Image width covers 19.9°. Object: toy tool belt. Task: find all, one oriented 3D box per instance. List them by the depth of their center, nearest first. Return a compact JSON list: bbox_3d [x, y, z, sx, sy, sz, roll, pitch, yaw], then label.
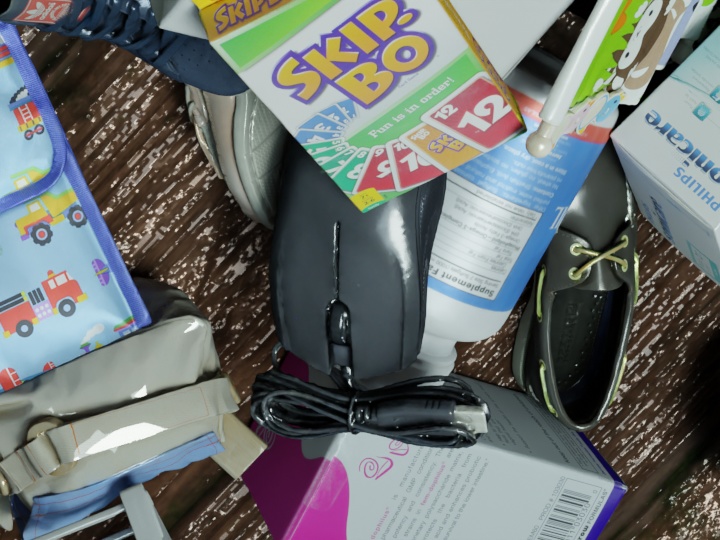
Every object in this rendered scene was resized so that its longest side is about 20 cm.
[{"bbox_3d":[-0.159,0.099,1.130,0.200,0.125,0.123,-25,115,-7],"label":"toy tool belt"}]

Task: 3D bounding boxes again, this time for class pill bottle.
[{"bbox_3d":[0.051,-0.031,1.151,0.112,0.112,0.200,19,110,-29],"label":"pill bottle"}]

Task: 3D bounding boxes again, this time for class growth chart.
[{"bbox_3d":[0.151,-0.134,1.053,0.200,0.018,0.145,-32,149,-53],"label":"growth chart"}]

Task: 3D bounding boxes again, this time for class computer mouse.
[{"bbox_3d":[0.000,0.000,1.085,0.138,0.053,0.200,4,101,18],"label":"computer mouse"}]

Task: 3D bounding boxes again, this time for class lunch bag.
[{"bbox_3d":[-0.221,-0.038,1.063,0.150,0.094,0.200,-25,111,-7],"label":"lunch bag"}]

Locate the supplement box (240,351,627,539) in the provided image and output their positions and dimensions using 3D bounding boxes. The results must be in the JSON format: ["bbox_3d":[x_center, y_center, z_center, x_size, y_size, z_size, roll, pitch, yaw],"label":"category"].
[{"bbox_3d":[0.041,0.123,1.236,0.200,0.103,0.101,18,110,-30],"label":"supplement box"}]

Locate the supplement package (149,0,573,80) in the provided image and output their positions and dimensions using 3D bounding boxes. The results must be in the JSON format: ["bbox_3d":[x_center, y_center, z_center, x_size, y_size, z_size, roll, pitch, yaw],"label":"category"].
[{"bbox_3d":[0.000,-0.174,0.970,0.200,0.121,0.120,9,136,-39],"label":"supplement package"}]

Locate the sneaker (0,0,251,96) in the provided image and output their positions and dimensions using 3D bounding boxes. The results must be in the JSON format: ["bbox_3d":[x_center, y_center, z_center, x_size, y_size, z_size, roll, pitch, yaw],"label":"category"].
[{"bbox_3d":[-0.137,-0.136,0.998,0.200,0.085,0.075,33,130,-12],"label":"sneaker"}]

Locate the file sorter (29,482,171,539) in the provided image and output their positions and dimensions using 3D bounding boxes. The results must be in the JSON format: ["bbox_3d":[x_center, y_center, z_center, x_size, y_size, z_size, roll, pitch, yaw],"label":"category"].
[{"bbox_3d":[-0.142,0.229,1.145,0.124,0.139,0.200,-22,159,-6],"label":"file sorter"}]

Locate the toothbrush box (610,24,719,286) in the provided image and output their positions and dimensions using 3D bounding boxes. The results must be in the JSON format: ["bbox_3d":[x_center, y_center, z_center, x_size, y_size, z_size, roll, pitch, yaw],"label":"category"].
[{"bbox_3d":[0.247,-0.097,1.164,0.200,0.085,0.146,-44,159,-1],"label":"toothbrush box"}]

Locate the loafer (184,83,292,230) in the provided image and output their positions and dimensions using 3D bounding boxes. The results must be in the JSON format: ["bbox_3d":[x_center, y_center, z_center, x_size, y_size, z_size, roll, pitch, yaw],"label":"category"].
[{"bbox_3d":[-0.069,-0.115,1.096,0.072,0.063,0.200,-42,135,-38],"label":"loafer"}]

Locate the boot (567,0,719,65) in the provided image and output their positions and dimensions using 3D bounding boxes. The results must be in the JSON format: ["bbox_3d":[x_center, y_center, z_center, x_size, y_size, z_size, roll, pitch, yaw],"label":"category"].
[{"bbox_3d":[0.162,-0.220,1.123,0.154,0.073,0.204,26,102,-37],"label":"boot"}]

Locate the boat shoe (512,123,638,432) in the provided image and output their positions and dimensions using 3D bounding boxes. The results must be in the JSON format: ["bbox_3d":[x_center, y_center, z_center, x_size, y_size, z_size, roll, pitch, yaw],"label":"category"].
[{"bbox_3d":[0.137,0.001,1.233,0.072,0.061,0.201,-7,119,-19],"label":"boat shoe"}]

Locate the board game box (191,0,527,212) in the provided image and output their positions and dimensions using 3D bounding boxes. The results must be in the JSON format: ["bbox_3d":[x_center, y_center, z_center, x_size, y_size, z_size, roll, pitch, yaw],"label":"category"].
[{"bbox_3d":[0.003,-0.096,0.953,0.095,0.030,0.200,-26,147,11],"label":"board game box"}]
